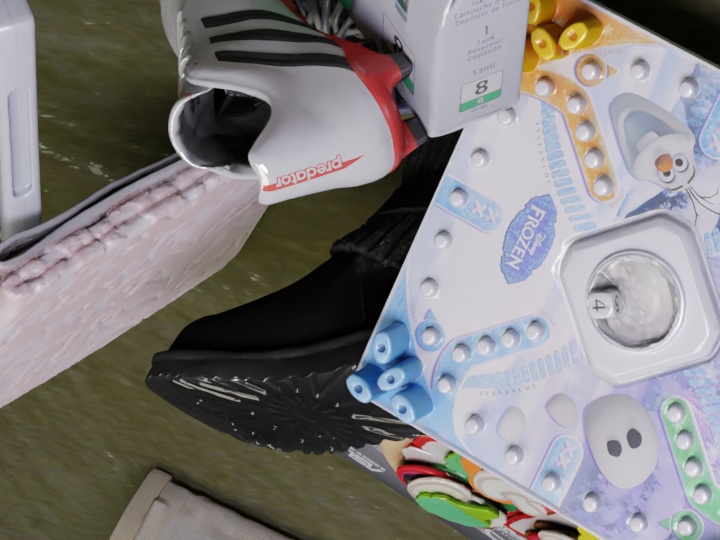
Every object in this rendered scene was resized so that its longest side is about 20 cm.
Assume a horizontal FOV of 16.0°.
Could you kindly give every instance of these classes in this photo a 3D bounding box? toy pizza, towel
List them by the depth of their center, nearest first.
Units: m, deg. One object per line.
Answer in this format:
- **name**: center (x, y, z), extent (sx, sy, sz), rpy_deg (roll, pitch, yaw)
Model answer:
- **toy pizza**: center (0.096, 0.119, 1.286), extent (0.200, 0.032, 0.200), rpy_deg (20, 163, 6)
- **towel**: center (-0.125, -0.002, 1.295), extent (0.032, 0.200, 0.191), rpy_deg (53, 149, 10)

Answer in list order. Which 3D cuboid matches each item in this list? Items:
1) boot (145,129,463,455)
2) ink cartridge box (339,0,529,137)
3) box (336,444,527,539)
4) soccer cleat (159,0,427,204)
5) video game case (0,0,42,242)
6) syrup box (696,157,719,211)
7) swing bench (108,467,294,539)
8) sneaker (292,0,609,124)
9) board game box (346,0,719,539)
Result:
- **boot**: center (0.002, 0.001, 1.213), extent (0.211, 0.158, 0.079), rpy_deg (-6, 144, 41)
- **ink cartridge box**: center (0.011, -0.170, 0.977), extent (0.161, 0.050, 0.200), rpy_deg (58, 165, 28)
- **box**: center (0.085, 0.098, 1.392), extent (0.200, 0.050, 0.158), rpy_deg (33, 150, -5)
- **soccer cleat**: center (-0.051, -0.079, 1.057), extent (0.200, 0.085, 0.069), rpy_deg (37, 146, 53)
- **video game case**: center (-0.191, -0.137, 1.195), extent (0.182, 0.023, 0.200), rpy_deg (100, 148, -59)
- **syrup box**: center (0.244, -0.013, 1.051), extent (0.200, 0.079, 0.082), rpy_deg (18, 149, 21)
- **swing bench**: center (-0.080, 0.263, 1.713), extent (0.198, 0.130, 0.200), rpy_deg (24, 149, 13)
- **sneaker**: center (0.008, -0.115, 1.105), extent (0.200, 0.085, 0.077), rpy_deg (24, 150, 13)
- **board game box**: center (0.112, 0.013, 1.042), extent (0.200, 0.026, 0.200), rpy_deg (30, 109, 18)
